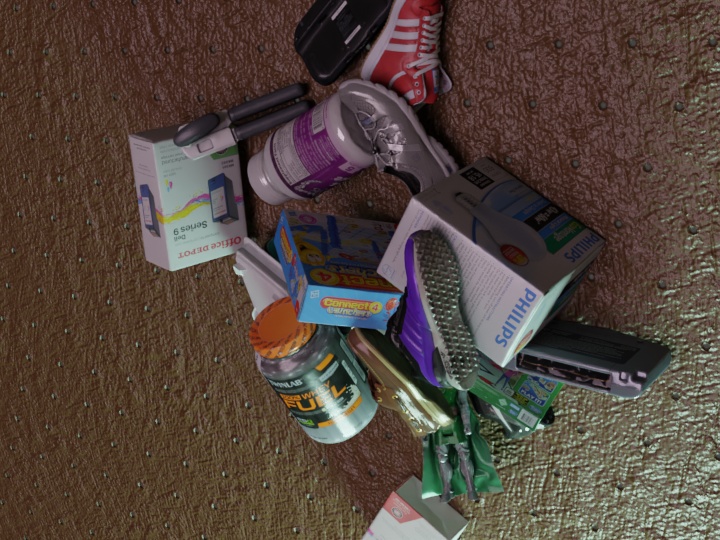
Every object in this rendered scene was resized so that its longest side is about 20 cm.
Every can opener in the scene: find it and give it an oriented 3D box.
[{"bbox_3d":[-0.169,-0.213,1.494,0.199,0.067,0.053,-21,96,4],"label":"can opener"}]

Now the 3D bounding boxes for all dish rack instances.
[{"bbox_3d":[-0.123,0.054,1.565,0.200,0.043,0.172,35,149,47],"label":"dish rack"}]

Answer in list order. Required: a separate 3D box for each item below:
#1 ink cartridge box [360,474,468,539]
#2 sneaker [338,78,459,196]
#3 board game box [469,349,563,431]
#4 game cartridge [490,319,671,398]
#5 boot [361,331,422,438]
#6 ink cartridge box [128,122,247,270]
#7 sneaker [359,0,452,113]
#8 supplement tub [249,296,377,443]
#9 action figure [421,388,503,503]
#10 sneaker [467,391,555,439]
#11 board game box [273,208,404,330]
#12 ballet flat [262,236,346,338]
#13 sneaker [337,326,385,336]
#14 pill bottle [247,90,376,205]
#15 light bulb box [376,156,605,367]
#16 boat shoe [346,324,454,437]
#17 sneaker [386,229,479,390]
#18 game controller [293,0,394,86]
[{"bbox_3d":[0.068,0.432,1.639,0.116,0.067,0.200,39,124,16],"label":"ink cartridge box"},{"bbox_3d":[0.042,-0.168,1.371,0.200,0.082,0.075,43,162,-11],"label":"sneaker"},{"bbox_3d":[0.173,0.113,1.388,0.200,0.135,0.029,32,131,13],"label":"board game box"},{"bbox_3d":[0.281,0.106,1.325,0.200,0.133,0.042,12,107,32],"label":"game cartridge"},{"bbox_3d":[0.064,0.150,1.529,0.150,0.073,0.201,7,108,31],"label":"boot"},{"bbox_3d":[-0.258,-0.116,1.592,0.087,0.145,0.201,22,121,49],"label":"ink cartridge box"},{"bbox_3d":[0.083,-0.292,1.347,0.112,0.071,0.200,46,134,16],"label":"sneaker"},{"bbox_3d":[-0.066,0.136,1.452,0.122,0.123,0.200,-1,136,35],"label":"supplement tub"},{"bbox_3d":[0.122,0.217,1.447,0.118,0.055,0.201,-10,93,14],"label":"action figure"},{"bbox_3d":[0.175,0.157,1.460,0.200,0.066,0.090,49,125,6],"label":"sneaker"},{"bbox_3d":[0.000,0.000,1.386,0.196,0.199,0.056,-114,35,-55],"label":"board game box"},{"bbox_3d":[-0.083,0.036,1.601,0.200,0.068,0.067,54,147,12],"label":"ballet flat"},{"bbox_3d":[-0.035,0.019,1.508,0.074,0.087,0.200,-38,62,18],"label":"sneaker"},{"bbox_3d":[-0.064,-0.166,1.470,0.200,0.112,0.113,-25,93,38],"label":"pill bottle"},{"bbox_3d":[0.166,-0.017,1.316,0.200,0.198,0.125,37,127,16],"label":"light bulb box"},{"bbox_3d":[0.043,0.150,1.364,0.068,0.072,0.200,-36,119,12],"label":"boat shoe"},{"bbox_3d":[0.068,0.051,1.243,0.099,0.070,0.201,-1,111,40],"label":"sneaker"},{"bbox_3d":[-0.018,-0.342,1.409,0.200,0.042,0.104,-43,72,38],"label":"game controller"}]
